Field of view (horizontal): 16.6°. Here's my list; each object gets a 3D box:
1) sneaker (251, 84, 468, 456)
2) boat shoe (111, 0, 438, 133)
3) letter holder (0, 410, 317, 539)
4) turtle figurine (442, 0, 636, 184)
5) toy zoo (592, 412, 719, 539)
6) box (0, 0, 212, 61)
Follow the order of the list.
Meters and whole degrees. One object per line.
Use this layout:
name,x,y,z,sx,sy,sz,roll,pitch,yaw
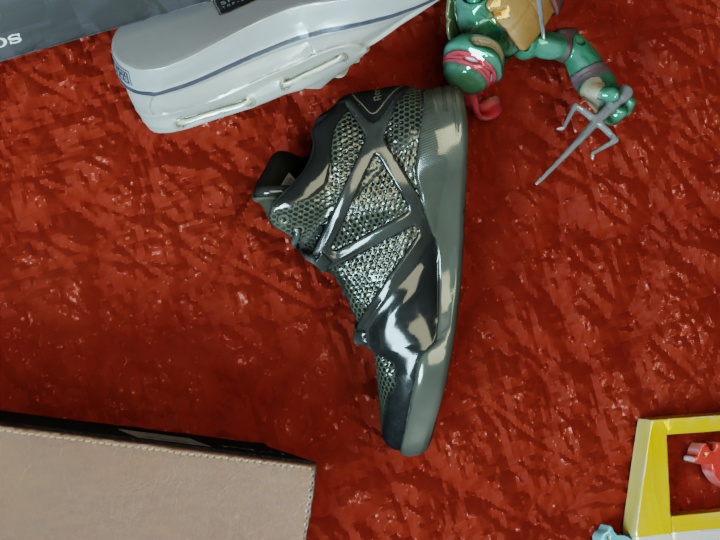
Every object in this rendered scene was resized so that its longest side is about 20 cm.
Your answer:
sneaker,0.000,0.000,1.325,0.113,0.076,0.201,1,106,3
boat shoe,-0.030,-0.127,1.301,0.199,0.072,0.066,-25,137,-6
letter holder,-0.139,0.151,1.259,0.198,0.100,0.143,9,89,-19
turtle figurine,0.096,-0.157,1.338,0.150,0.100,0.201,52,57,-46
toy zoo,0.228,0.146,1.425,0.198,0.020,0.132,-2,90,-19
box,-0.165,-0.203,1.217,0.142,0.036,0.201,-16,127,1
